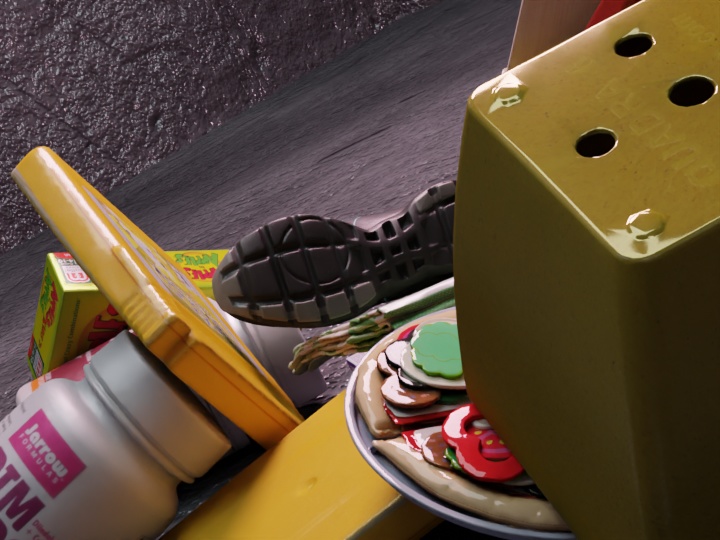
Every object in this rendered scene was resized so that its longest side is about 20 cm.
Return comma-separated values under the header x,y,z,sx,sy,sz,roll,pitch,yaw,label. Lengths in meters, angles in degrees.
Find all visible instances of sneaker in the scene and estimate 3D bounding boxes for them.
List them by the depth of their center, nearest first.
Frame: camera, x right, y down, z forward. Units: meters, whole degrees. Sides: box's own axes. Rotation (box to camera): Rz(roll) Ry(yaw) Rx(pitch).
x,y,z,sx,sy,sz,roll,pitch,yaw,label
0.000,0.000,1.064,0.199,0.076,0.079,-13,-14,-16,sneaker

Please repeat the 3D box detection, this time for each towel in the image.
x,y,z,sx,sy,sz,roll,pitch,yaw,label
0.046,0.021,1.010,0.152,0.023,0.200,-23,-2,-21,towel

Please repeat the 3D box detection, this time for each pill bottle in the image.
x,y,z,sx,sy,sz,roll,pitch,yaw,label
-0.180,0.136,0.968,0.200,0.113,0.113,-43,13,-2,pill bottle
-0.132,0.089,1.174,0.200,0.114,0.114,-28,12,-5,pill bottle

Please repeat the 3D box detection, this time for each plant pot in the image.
x,y,z,sx,sy,sz,roll,pitch,yaw,label
0.148,-0.004,0.661,0.200,0.177,0.200,-27,40,-8,plant pot

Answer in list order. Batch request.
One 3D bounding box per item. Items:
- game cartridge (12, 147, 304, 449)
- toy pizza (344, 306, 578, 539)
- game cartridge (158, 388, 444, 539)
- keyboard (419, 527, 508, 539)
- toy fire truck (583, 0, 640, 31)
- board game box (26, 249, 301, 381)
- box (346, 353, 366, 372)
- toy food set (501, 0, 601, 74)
x,y,z,sx,sy,sz,roll,pitch,yaw,label
-0.116,0.025,1.016,0.032,0.176,0.200,-45,50,-1,game cartridge
0.092,0.060,0.802,0.199,0.032,0.200,0,31,0,toy pizza
-0.020,0.127,0.891,0.200,0.032,0.176,-39,17,1,game cartridge
0.070,0.120,0.850,0.127,0.021,0.200,-28,11,-8,keyboard
0.227,-0.158,0.984,0.199,0.112,0.168,-7,-25,-20,toy fire truck
-0.142,0.038,1.241,0.199,0.102,0.048,-2,39,-28,board game box
0.079,0.055,1.056,0.137,0.039,0.200,-29,12,-8,box
0.188,-0.195,1.233,0.143,0.061,0.200,6,-27,0,toy food set
